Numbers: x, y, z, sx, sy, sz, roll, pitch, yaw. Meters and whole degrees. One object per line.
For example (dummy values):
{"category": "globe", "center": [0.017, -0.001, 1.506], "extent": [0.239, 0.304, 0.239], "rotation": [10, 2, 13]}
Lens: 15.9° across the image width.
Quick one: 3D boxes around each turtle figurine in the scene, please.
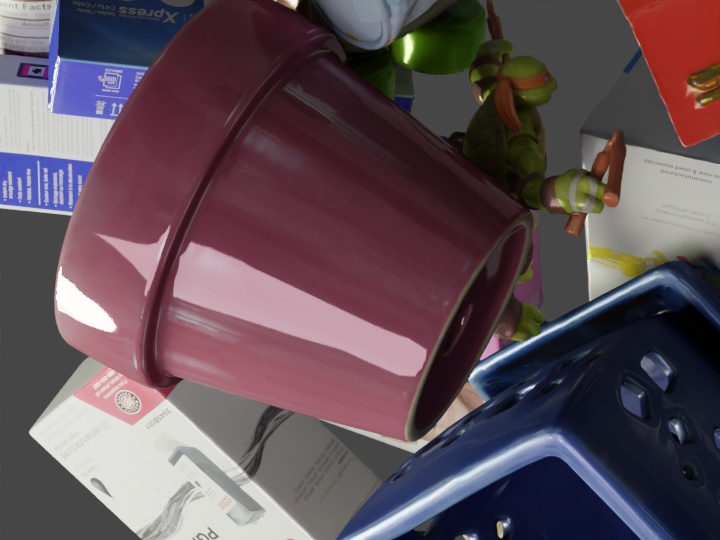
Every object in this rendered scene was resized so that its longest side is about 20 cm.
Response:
{"category": "turtle figurine", "center": [0.079, -0.045, 1.323], "extent": [0.064, 0.200, 0.161], "rotation": [-7, 128, -17]}

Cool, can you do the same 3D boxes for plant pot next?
{"category": "plant pot", "center": [0.138, 0.124, 1.336], "extent": [0.200, 0.180, 0.200], "rotation": [45, 138, -12]}
{"category": "plant pot", "center": [-0.022, -0.012, 1.261], "extent": [0.179, 0.200, 0.200], "rotation": [27, 137, 12]}

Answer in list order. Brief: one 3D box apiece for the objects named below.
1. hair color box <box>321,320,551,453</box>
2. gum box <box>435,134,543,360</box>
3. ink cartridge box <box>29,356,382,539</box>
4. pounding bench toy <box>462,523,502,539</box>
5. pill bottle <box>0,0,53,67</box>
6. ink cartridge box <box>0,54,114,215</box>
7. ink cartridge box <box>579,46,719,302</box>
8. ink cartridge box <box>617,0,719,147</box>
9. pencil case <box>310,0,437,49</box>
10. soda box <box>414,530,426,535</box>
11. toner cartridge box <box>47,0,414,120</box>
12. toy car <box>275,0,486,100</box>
{"category": "hair color box", "center": [0.066, 0.071, 1.618], "extent": [0.200, 0.061, 0.100], "rotation": [19, 134, 21]}
{"category": "gum box", "center": [0.006, -0.028, 1.565], "extent": [0.200, 0.066, 0.114], "rotation": [15, 134, 24]}
{"category": "ink cartridge box", "center": [-0.107, 0.129, 1.770], "extent": [0.200, 0.085, 0.146], "rotation": [43, 138, -8]}
{"category": "pounding bench toy", "center": [0.136, 0.221, 1.630], "extent": [0.124, 0.156, 0.200], "rotation": [46, 137, -9]}
{"category": "pill bottle", "center": [-0.185, -0.166, 1.539], "extent": [0.114, 0.114, 0.200], "rotation": [18, 134, 21]}
{"category": "ink cartridge box", "center": [-0.172, -0.077, 1.516], "extent": [0.200, 0.037, 0.095], "rotation": [5, 131, 0]}
{"category": "ink cartridge box", "center": [0.203, -0.018, 1.394], "extent": [0.125, 0.129, 0.200], "rotation": [14, 134, 24]}
{"category": "ink cartridge box", "center": [0.180, -0.175, 1.190], "extent": [0.160, 0.047, 0.200], "rotation": [-23, 94, 13]}
{"category": "pencil case", "center": [0.058, -0.188, 1.256], "extent": [0.091, 0.200, 0.083], "rotation": [42, 158, 34]}
{"category": "soda box", "center": [-0.016, 0.261, 1.737], "extent": [0.071, 0.200, 0.063], "rotation": [-1, 125, 35]}
{"category": "toner cartridge box", "center": [-0.074, -0.123, 1.449], "extent": [0.200, 0.095, 0.043], "rotation": [5, 134, -11]}
{"category": "toy car", "center": [-0.036, -0.199, 1.396], "extent": [0.200, 0.158, 0.164], "rotation": [25, 129, 31]}
